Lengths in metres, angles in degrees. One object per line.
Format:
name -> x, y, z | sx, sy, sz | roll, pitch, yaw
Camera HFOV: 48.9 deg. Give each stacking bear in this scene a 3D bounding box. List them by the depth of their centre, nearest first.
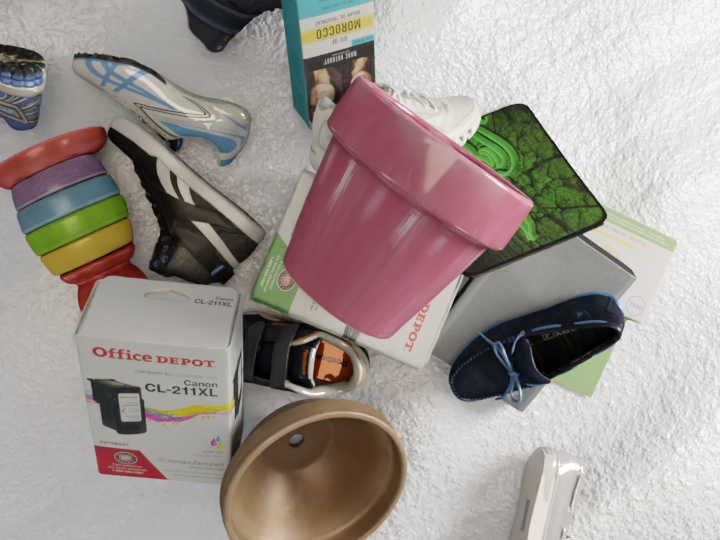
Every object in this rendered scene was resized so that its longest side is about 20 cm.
stacking bear -> -0.282, -0.032, 0.817 | 0.120, 0.114, 0.202 | -25, 100, -3

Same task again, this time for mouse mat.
mouse mat -> 0.143, -0.091, 0.830 | 0.159, 0.008, 0.201 | -22, 51, -3

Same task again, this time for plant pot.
plant pot -> 0.028, -0.047, 0.725 | 0.199, 0.200, 0.180 | 34, 104, -6
plant pot -> -0.058, 0.206, 0.837 | 0.198, 0.093, 0.203 | -11, 121, -19

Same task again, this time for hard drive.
hard drive -> 0.180, 0.043, 0.863 | 0.139, 0.033, 0.201 | 33, 111, -6

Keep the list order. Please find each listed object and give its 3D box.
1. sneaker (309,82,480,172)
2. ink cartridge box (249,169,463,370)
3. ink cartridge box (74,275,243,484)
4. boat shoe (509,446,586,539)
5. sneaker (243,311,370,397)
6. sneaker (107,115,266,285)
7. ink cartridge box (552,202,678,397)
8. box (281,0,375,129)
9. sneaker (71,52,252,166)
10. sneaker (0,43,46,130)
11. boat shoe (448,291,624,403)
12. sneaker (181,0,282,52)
sneaker -> 0.040, -0.158, 0.828 | 0.198, 0.075, 0.082 | -18, 128, -20
ink cartridge box -> 0.000, 0.000, 0.851 | 0.198, 0.083, 0.148 | 24, 90, -5
ink cartridge box -> -0.194, 0.115, 0.791 | 0.144, 0.083, 0.202 | 5, 128, -1
boat shoe -> 0.212, 0.305, 0.902 | 0.068, 0.072, 0.203 | 12, 84, -6
sneaker -> -0.086, 0.089, 0.854 | 0.197, 0.079, 0.080 | 5, 94, -4
sneaker -> -0.208, -0.061, 0.834 | 0.199, 0.073, 0.112 | 39, 88, -7
ink cartridge box -> 0.249, 0.029, 0.894 | 0.144, 0.048, 0.202 | 24, 89, -6
box -> -0.032, -0.245, 0.785 | 0.081, 0.049, 0.201 | -19, 137, -15
sneaker -> -0.213, -0.172, 0.831 | 0.198, 0.072, 0.073 | 24, 98, -3
sneaker -> -0.415, -0.190, 0.807 | 0.198, 0.077, 0.086 | 18, 125, 11
boat shoe -> 0.176, 0.082, 0.823 | 0.199, 0.069, 0.084 | -35, 104, 20
sneaker -> -0.095, -0.289, 0.832 | 0.201, 0.146, 0.078 | 5, 58, -42
